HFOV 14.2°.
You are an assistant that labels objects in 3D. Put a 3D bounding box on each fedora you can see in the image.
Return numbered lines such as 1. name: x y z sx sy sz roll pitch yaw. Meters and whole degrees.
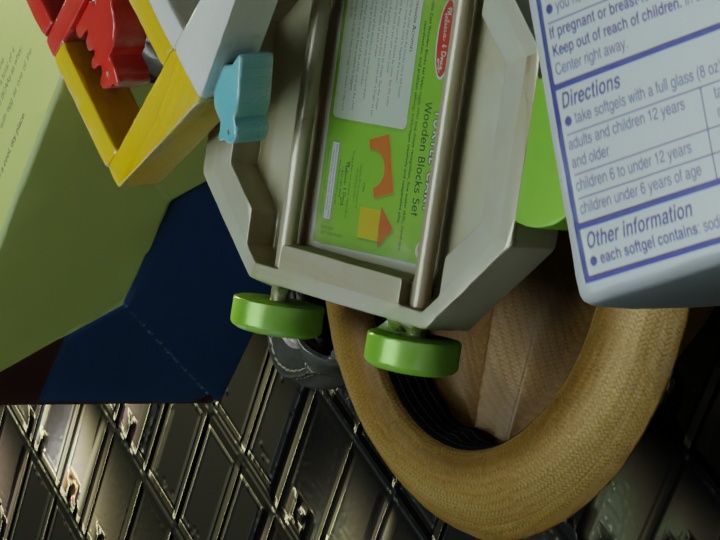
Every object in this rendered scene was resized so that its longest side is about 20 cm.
1. fedora: 0.069 -0.008 1.000 0.200 0.081 0.202 -6 82 50

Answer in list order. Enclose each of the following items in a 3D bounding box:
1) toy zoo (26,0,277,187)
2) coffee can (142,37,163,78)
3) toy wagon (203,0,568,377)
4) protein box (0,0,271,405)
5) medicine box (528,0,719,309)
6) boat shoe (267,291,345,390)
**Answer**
1. toy zoo: -0.082 -0.123 1.024 0.131 0.020 0.201 -55 53 44
2. coffee can: -0.016 -0.179 1.067 0.147 0.146 0.201 53 136 42
3. toy wagon: 0.022 -0.045 0.959 0.199 0.039 0.156 15 99 45
4. protein box: -0.115 -0.081 1.237 0.199 0.134 0.201 -63 37 41
5. medicine box: 0.142 -0.106 0.825 0.182 0.103 0.201 -18 77 47
6. boat shoe: 0.000 0.000 1.147 0.200 0.057 0.067 -33 66 56
